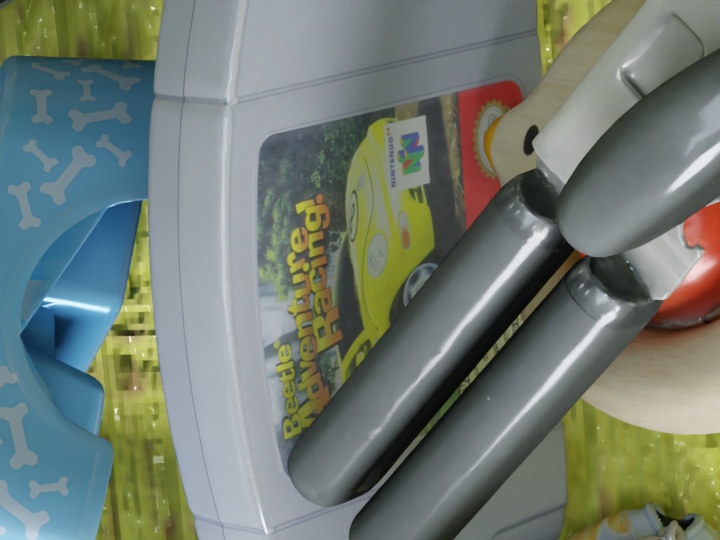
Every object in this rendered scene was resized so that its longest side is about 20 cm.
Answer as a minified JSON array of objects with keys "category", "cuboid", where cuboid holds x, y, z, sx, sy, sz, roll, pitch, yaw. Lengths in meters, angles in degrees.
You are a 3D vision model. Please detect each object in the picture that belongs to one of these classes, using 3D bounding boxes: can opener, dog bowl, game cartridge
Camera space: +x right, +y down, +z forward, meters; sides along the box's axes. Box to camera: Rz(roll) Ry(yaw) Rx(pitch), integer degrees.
[{"category":"can opener","cuboid":[0.043,0.002,0.734,0.053,0.066,0.200,50,126,17]},{"category":"dog bowl","cuboid":[-0.097,0.028,0.838,0.049,0.112,0.201,14,65,-11]},{"category":"game cartridge","cuboid":[0.000,0.000,0.831,0.041,0.133,0.201,10,109,48]}]

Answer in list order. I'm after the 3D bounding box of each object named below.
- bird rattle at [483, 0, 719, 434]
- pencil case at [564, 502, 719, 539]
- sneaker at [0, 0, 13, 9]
[{"category":"bird rattle","cuboid":[0.110,-0.025,0.778,0.163,0.112,0.201,-41,62,31]},{"category":"pencil case","cuboid":[0.069,0.143,0.812,0.083,0.200,0.091,28,116,1]},{"category":"sneaker","cuboid":[-0.092,-0.116,0.866,0.199,0.080,0.074,-7,108,35]}]
